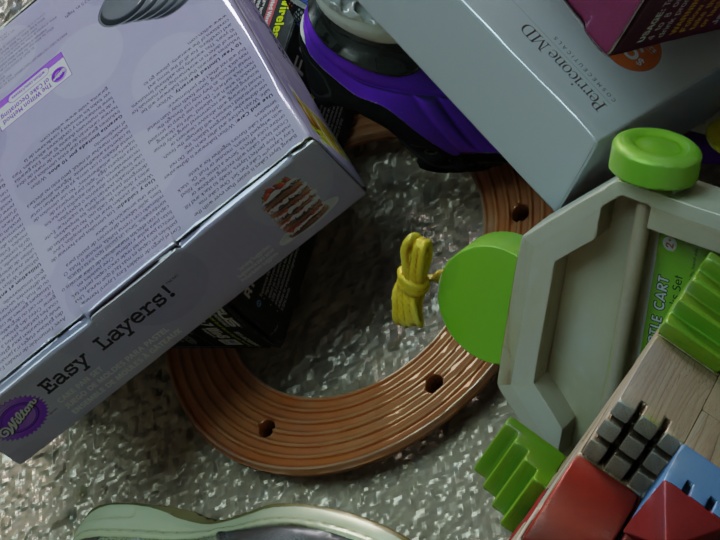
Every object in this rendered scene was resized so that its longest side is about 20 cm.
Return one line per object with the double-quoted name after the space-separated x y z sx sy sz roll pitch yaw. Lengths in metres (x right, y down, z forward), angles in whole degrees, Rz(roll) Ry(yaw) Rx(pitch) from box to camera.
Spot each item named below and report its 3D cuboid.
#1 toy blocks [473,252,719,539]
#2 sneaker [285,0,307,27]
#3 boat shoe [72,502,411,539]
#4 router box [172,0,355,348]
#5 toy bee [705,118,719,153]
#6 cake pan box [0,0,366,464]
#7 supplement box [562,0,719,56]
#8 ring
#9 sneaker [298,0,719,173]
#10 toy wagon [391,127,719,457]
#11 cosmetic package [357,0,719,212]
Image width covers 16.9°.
0.071 0.107 0.813 0.200 0.100 0.137 -58 -5 31 "toy blocks"
0.056 -0.134 1.049 0.199 0.075 0.079 1 81 6 "sneaker"
-0.050 0.136 0.968 0.200 0.072 0.066 -1 46 41 "boat shoe"
-0.083 -0.064 1.107 0.149 0.062 0.201 -1 61 35 "router box"
0.209 -0.045 0.905 0.131 0.109 0.200 46 108 16 "toy bee"
-0.116 -0.040 1.037 0.200 0.052 0.184 -39 45 7 "cake pan box"
0.140 -0.172 0.894 0.131 0.199 0.103 54 136 21 "supplement box"
0.000 0.000 1.063 0.200 0.019 0.201 -18 53 25 "ring"
0.068 -0.076 1.005 0.199 0.100 0.070 17 51 -3 "sneaker"
0.106 0.026 0.876 0.199 0.040 0.156 20 119 23 "toy wagon"
0.068 -0.135 0.949 0.151 0.052 0.200 -32 71 -32 "cosmetic package"
